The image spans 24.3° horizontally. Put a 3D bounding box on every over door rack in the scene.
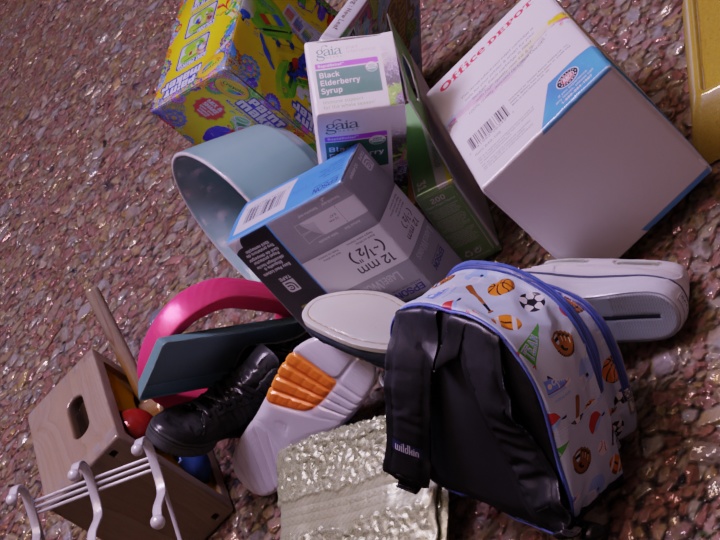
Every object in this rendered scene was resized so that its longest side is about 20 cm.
[{"bbox_3d":[-0.224,0.269,1.515,0.147,0.201,0.067,-21,1,14],"label":"over door rack"}]

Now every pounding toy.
[{"bbox_3d":[-0.230,0.157,1.660,0.142,0.184,0.200,-45,33,10],"label":"pounding toy"}]

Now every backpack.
[{"bbox_3d":[0.114,0.087,1.285,0.200,0.191,0.154,11,44,41],"label":"backpack"}]

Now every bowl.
[{"bbox_3d":[-0.092,-0.072,1.727,0.105,0.201,0.201,-42,29,-19],"label":"bowl"}]

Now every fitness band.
[{"bbox_3d":[-0.138,0.071,1.629,0.037,0.200,0.144,44,109,29],"label":"fitness band"}]

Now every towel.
[{"bbox_3d":[-0.001,0.198,1.440,0.200,0.036,0.149,-20,61,39],"label":"towel"}]

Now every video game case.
[{"bbox_3d":[0.014,-0.213,1.689,0.022,0.200,0.182,20,54,19],"label":"video game case"}]

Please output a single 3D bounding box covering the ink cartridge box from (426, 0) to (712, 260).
[{"bbox_3d":[0.174,-0.121,1.447,0.147,0.146,0.200,-44,29,13],"label":"ink cartridge box"}]

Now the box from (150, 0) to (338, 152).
[{"bbox_3d":[-0.100,-0.210,1.832,0.122,0.200,0.193,-24,41,36],"label":"box"}]

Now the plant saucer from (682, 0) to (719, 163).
[{"bbox_3d":[0.352,-0.212,1.418,0.200,0.048,0.200,-27,40,32],"label":"plant saucer"}]

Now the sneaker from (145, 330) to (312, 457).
[{"bbox_3d":[-0.112,0.111,1.586,0.060,0.199,0.104,39,117,33],"label":"sneaker"}]

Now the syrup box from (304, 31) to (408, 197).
[{"bbox_3d":[-0.001,-0.125,1.513,0.078,0.200,0.082,-8,64,-2],"label":"syrup box"}]

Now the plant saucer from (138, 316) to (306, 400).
[{"bbox_3d":[-0.127,0.079,1.599,0.019,0.200,0.070,45,123,31],"label":"plant saucer"}]

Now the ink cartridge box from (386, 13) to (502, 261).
[{"bbox_3d":[0.060,-0.118,1.547,0.048,0.200,0.146,-27,39,14],"label":"ink cartridge box"}]

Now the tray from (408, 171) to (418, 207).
[{"bbox_3d":[0.001,-0.050,1.644,0.037,0.099,0.200,1,60,41],"label":"tray"}]

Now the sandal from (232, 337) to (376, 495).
[{"bbox_3d":[-0.051,0.126,1.555,0.207,0.079,0.059,-50,-8,33],"label":"sandal"}]

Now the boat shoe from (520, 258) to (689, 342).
[{"bbox_3d":[0.174,0.026,1.373,0.199,0.074,0.067,2,31,22],"label":"boat shoe"}]

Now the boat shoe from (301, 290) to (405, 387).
[{"bbox_3d":[0.044,0.065,1.449,0.199,0.062,0.075,8,44,18],"label":"boat shoe"}]

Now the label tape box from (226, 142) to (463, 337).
[{"bbox_3d":[0.000,0.000,1.503,0.143,0.200,0.066,-26,25,34],"label":"label tape box"}]
